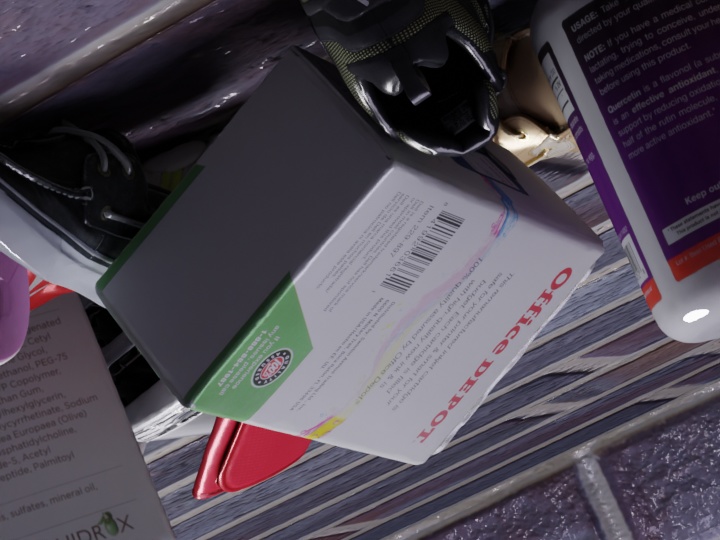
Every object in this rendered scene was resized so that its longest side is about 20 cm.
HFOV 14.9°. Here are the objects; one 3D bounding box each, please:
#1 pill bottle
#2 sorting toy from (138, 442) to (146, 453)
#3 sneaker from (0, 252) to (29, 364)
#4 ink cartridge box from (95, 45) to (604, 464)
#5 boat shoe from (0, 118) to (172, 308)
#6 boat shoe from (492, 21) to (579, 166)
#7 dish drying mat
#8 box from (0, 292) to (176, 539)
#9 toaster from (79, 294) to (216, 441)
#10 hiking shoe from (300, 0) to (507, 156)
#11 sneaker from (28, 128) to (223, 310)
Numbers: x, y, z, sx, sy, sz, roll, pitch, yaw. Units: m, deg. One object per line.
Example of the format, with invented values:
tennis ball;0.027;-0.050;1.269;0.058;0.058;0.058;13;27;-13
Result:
pill bottle;0.146;-0.077;1.209;0.112;0.200;0.112;-22;169;-4
sorting toy;-0.152;0.092;1.704;0.180;0.107;0.200;-27;171;-22
sneaker;-0.244;0.018;1.221;0.088;0.081;0.200;-2;180;40
ink cartridge box;0.000;0.000;1.254;0.145;0.088;0.200;-50;147;14
boat shoe;-0.129;-0.034;1.221;0.071;0.072;0.200;-56;153;1
boat shoe;0.078;-0.082;1.364;0.069;0.074;0.200;-20;174;-15
dish drying mat;-0.031;0.042;1.388;0.077;0.018;0.200;-22;148;-36
box;-0.238;0.119;1.435;0.200;0.171;0.199;-16;167;-28
toaster;-0.068;0.022;1.485;0.129;0.114;0.200;-7;160;-44
hiking shoe;0.021;-0.088;1.162;0.076;0.101;0.200;-25;169;12
sneaker;-0.100;-0.009;1.335;0.200;0.085;0.077;-22;168;-10
